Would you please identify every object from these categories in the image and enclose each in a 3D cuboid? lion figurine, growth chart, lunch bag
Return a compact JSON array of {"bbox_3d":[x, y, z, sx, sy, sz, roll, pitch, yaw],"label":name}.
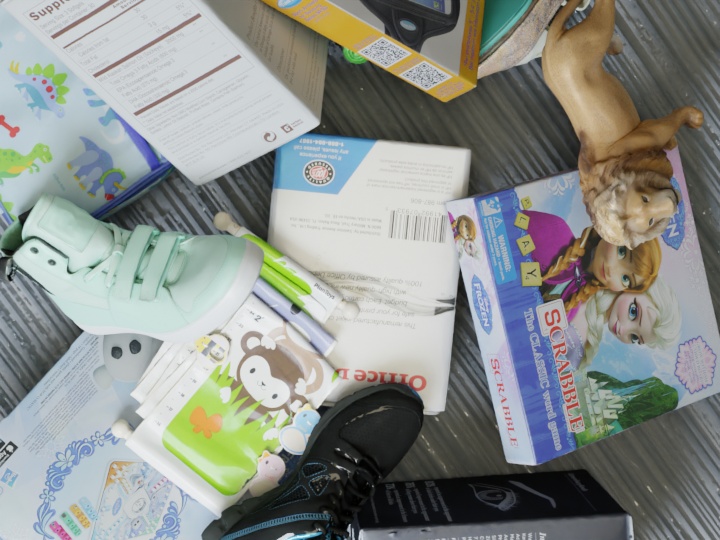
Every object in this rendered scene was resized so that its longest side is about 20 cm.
[{"bbox_3d":[0.175,-0.119,1.008,0.122,0.072,0.200,-31,87,-31],"label":"lion figurine"},{"bbox_3d":[-0.087,0.078,1.018,0.144,0.018,0.200,29,95,0],"label":"growth chart"},{"bbox_3d":[-0.231,-0.133,1.048,0.161,0.082,0.200,-31,96,-3],"label":"lunch bag"}]

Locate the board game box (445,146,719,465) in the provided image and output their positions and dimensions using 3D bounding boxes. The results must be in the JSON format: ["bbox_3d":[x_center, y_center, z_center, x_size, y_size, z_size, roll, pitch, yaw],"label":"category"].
[{"bbox_3d":[0.176,0.021,1.052,0.199,0.041,0.201,-17,96,-29],"label":"board game box"}]

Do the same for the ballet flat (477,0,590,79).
[{"bbox_3d":[0.140,-0.207,1.068,0.067,0.068,0.200,36,94,-32],"label":"ballet flat"}]

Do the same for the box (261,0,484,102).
[{"bbox_3d":[0.005,-0.215,0.993,0.200,0.041,0.119,25,61,-35],"label":"box"}]

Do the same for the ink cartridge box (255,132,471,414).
[{"bbox_3d":[0.000,0.000,1.063,0.144,0.084,0.201,6,94,-2],"label":"ink cartridge box"}]

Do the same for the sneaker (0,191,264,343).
[{"bbox_3d":[-0.167,-0.008,0.959,0.118,0.200,0.074,42,53,-37],"label":"sneaker"}]

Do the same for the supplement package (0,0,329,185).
[{"bbox_3d":[-0.127,-0.177,0.965,0.117,0.117,0.200,-23,131,28],"label":"supplement package"}]

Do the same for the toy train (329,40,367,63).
[{"bbox_3d":[-0.049,-0.196,1.061,0.199,0.042,0.057,9,127,-3],"label":"toy train"}]

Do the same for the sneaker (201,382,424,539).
[{"bbox_3d":[-0.022,0.166,0.993,0.200,0.082,0.073,-45,123,-5],"label":"sneaker"}]

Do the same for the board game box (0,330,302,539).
[{"bbox_3d":[-0.167,0.152,1.046,0.199,0.043,0.200,40,68,1],"label":"board game box"}]

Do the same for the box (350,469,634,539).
[{"bbox_3d":[0.094,0.220,1.051,0.199,0.148,0.105,-2,94,-2],"label":"box"}]
